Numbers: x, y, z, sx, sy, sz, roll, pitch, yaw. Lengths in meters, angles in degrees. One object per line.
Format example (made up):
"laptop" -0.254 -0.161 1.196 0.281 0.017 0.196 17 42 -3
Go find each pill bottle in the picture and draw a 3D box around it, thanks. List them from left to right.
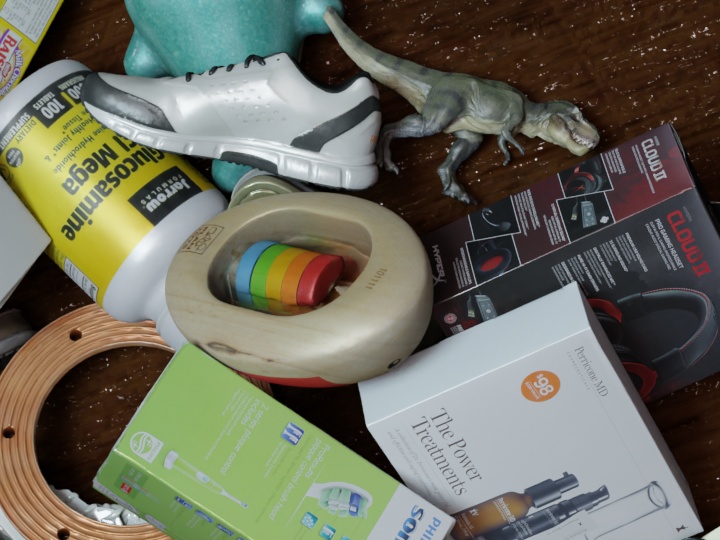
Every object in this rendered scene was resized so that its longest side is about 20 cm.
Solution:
"pill bottle" -0.160 -0.039 1.419 0.200 0.112 0.113 42 97 11

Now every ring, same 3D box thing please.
"ring" -0.154 0.112 1.421 0.200 0.019 0.201 0 63 0

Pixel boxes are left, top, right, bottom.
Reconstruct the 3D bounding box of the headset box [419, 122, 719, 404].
"headset box" 0.156 0.010 1.324 0.200 0.075 0.149 -24 127 11

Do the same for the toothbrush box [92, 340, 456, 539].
"toothbrush box" -0.058 0.145 1.319 0.200 0.146 0.086 34 71 -1

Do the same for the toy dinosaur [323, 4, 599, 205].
"toy dinosaur" 0.055 -0.098 1.399 0.199 0.047 0.088 22 92 2

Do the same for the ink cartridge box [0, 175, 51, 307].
"ink cartridge box" -0.319 -0.056 1.370 0.146 0.084 0.200 -10 125 44

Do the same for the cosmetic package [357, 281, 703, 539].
"cosmetic package" 0.109 0.116 1.321 0.150 0.052 0.200 -26 127 10

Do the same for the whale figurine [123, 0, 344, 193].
"whale figurine" -0.089 -0.155 1.411 0.159 0.104 0.201 -13 88 12

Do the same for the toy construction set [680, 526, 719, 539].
"toy construction set" 0.262 0.214 1.321 0.200 0.092 0.131 -30 71 7

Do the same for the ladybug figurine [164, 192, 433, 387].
"ladybug figurine" -0.035 0.017 1.296 0.200 0.072 0.136 16 58 41

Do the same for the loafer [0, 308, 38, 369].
"loafer" -0.324 0.046 1.474 0.199 0.073 0.071 -9 87 13

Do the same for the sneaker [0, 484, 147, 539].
"sneaker" -0.174 0.169 1.445 0.200 0.076 0.115 45 89 3

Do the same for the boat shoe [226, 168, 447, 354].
"boat shoe" 0.000 0.000 1.399 0.200 0.068 0.075 42 107 -11

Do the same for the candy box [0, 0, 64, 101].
"candy box" -0.249 -0.199 1.428 0.026 0.102 0.200 9 67 48

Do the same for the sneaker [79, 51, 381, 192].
"sneaker" -0.081 -0.109 1.362 0.199 0.074 0.080 10 104 -5
